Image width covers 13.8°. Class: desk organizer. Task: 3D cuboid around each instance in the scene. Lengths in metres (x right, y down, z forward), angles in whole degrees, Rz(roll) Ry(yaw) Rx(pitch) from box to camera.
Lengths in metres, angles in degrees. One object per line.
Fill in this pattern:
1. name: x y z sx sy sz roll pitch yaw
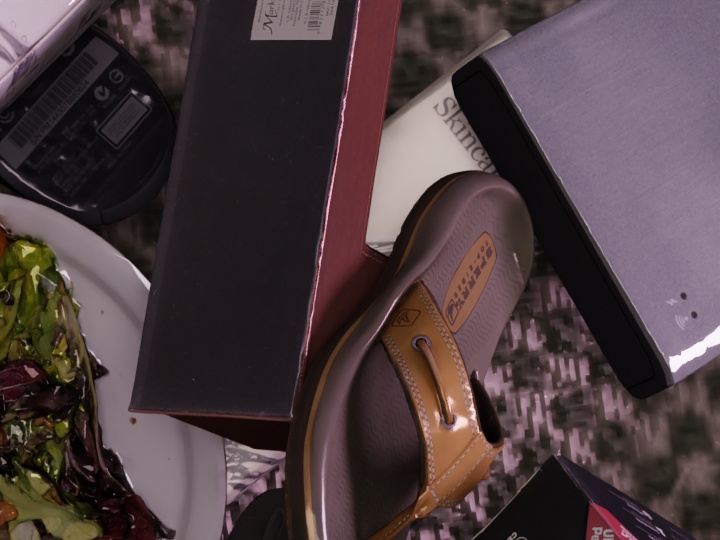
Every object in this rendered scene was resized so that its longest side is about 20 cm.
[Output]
1. desk organizer: -0.018 -0.037 1.075 0.071 0.077 0.201 1 76 33

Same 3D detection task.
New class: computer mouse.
1. computer mouse: -0.144 -0.112 1.173 0.200 0.046 0.141 35 68 -3

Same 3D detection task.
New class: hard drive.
1. hard drive: 0.144 -0.056 1.143 0.200 0.033 0.140 -30 88 -33

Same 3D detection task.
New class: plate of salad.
1. plate of salad: -0.145 0.070 1.120 0.199 0.048 0.201 5 104 20

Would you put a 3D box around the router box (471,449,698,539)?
1. router box: 0.083 0.166 1.065 0.150 0.200 0.062 -47 49 10

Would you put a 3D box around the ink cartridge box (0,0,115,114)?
1. ink cartridge box: -0.172 -0.125 1.098 0.146 0.083 0.200 43 67 0

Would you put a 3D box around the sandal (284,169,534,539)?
1. sandal: 0.028 0.045 1.033 0.054 0.082 0.200 3 44 31

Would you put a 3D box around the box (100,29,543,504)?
1. box: 0.000 0.000 1.156 0.200 0.068 0.082 -40 88 -4

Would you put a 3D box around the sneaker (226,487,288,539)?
1. sneaker: 0.006 0.163 1.127 0.115 0.076 0.202 -13 117 -31
